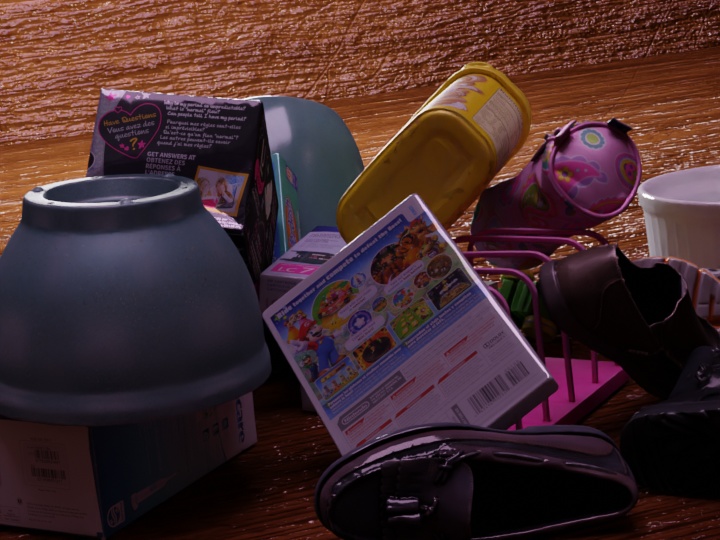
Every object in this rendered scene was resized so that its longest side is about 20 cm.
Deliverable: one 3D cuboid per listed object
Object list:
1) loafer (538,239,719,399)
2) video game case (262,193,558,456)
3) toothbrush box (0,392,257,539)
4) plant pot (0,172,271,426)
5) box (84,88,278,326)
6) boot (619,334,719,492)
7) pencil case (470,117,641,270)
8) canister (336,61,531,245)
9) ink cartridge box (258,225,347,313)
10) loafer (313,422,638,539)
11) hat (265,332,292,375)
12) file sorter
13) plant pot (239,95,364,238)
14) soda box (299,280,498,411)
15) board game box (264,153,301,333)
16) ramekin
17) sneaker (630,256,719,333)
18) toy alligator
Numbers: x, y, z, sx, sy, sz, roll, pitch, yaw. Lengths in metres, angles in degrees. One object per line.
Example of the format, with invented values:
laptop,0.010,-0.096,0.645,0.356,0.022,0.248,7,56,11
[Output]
loafer,0.213,0.037,1.152,0.071,0.074,0.199,-31,-37,33
video game case,0.028,0.053,1.078,0.143,0.018,0.201,-38,48,5
toothbrush box,-0.186,0.110,1.141,0.145,0.086,0.200,2,14,29
plant pot,-0.163,0.009,1.080,0.198,0.136,0.200,-3,14,1
box,-0.138,-0.047,1.262,0.131,0.116,0.200,5,-22,3
boot,0.284,0.087,1.046,0.198,0.077,0.168,-5,15,33
pencil case,0.157,-0.060,1.314,0.087,0.088,0.200,-9,-11,-17
canister,0.062,-0.085,1.300,0.149,0.087,0.200,-46,1,20
ink cartridge box,0.000,0.000,1.327,0.118,0.042,0.200,7,14,13
loafer,0.073,0.133,0.969,0.198,0.073,0.063,-6,16,-13
hat,-0.040,0.031,1.430,0.198,0.082,0.201,-6,14,1
file sorter,0.099,0.046,1.200,0.138,0.127,0.200,2,15,31
plant pot,-0.081,-0.073,1.549,0.198,0.163,0.201,1,-15,0
soda box,0.035,0.060,1.312,0.068,0.064,0.199,4,17,38
board game box,-0.148,-0.005,1.411,0.198,0.153,0.045,-16,-31,15
ramekin,0.365,-0.037,1.516,0.198,0.099,0.201,-5,13,1
sneaker,0.278,0.032,1.291,0.198,0.079,0.077,10,6,-9
toy alligator,0.132,0.033,1.424,0.199,0.060,0.054,4,-26,40
